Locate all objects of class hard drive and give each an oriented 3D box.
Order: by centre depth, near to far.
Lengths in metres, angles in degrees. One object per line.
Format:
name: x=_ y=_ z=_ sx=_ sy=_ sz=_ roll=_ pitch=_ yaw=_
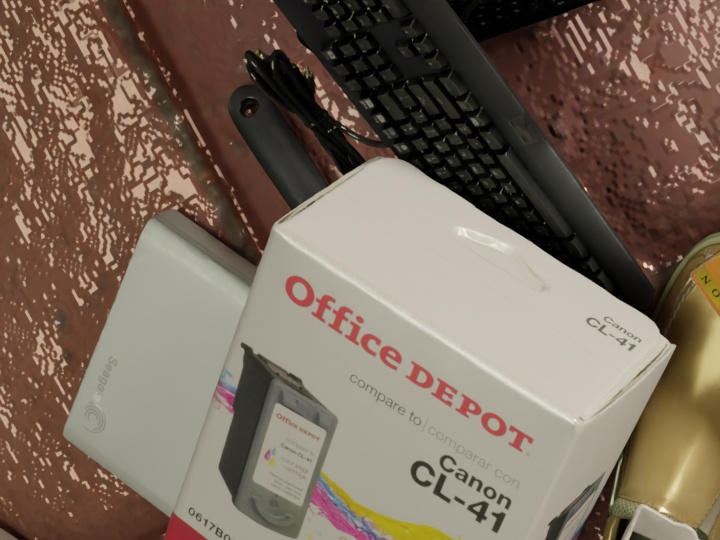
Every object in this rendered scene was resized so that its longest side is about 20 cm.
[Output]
hard drive: x=-0.037 y=0.080 z=0.984 sx=0.200 sy=0.026 sz=0.132 roll=34 pitch=119 yaw=17

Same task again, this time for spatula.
spatula: x=0.000 y=0.000 z=0.932 sx=0.056 sy=0.021 sz=0.200 roll=-34 pitch=80 yaw=2

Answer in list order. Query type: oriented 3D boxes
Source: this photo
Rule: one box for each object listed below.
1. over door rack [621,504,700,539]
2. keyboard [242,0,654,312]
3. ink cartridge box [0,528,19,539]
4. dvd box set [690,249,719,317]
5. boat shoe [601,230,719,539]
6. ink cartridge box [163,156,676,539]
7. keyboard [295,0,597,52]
over door rack: x=0.166 y=0.178 z=0.847 sx=0.199 sy=0.067 sz=0.148 roll=20 pitch=118 yaw=-4
keyboard: x=0.023 y=-0.049 z=0.853 sx=0.127 sy=0.021 sz=0.200 roll=-4 pitch=133 yaw=49
ink cartridge box: x=-0.247 y=0.188 z=1.107 sx=0.200 sy=0.084 sz=0.145 roll=29 pitch=118 yaw=19
dvd box set: x=0.227 y=0.007 z=0.738 sx=0.146 sy=0.029 sz=0.200 roll=53 pitch=132 yaw=6
boat shoe: x=0.131 y=0.085 z=0.853 sx=0.072 sy=0.076 sz=0.201 roll=17 pitch=112 yaw=26
ink cartridge box: x=0.014 y=0.079 z=0.856 sx=0.147 sy=0.086 sz=0.200 roll=32 pitch=128 yaw=17
keyboard: x=0.060 y=-0.106 z=0.820 sx=0.200 sy=0.104 sz=0.040 roll=-18 pitch=67 yaw=34
